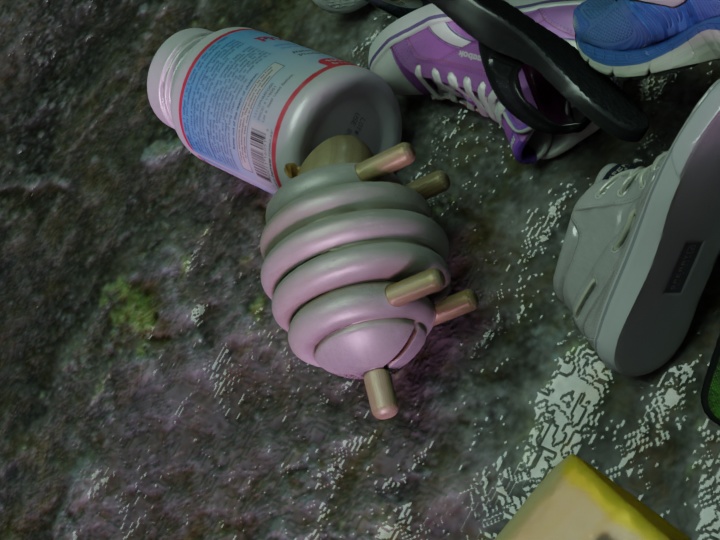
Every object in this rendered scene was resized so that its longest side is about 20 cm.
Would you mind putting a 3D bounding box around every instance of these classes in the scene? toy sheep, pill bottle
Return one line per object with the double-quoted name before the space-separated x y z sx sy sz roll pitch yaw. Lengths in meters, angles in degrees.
"toy sheep" 0.000 0.000 0.964 0.138 0.138 0.200 -24 59 25
"pill bottle" -0.071 -0.120 1.101 0.200 0.109 0.109 27 83 43

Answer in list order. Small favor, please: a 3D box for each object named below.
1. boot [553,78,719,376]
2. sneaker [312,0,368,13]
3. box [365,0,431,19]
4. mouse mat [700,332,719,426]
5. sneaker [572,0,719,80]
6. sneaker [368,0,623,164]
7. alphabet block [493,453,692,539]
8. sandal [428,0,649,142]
"boot" 0.169 -0.043 0.855 0.096 0.073 0.200 53 129 47
"sneaker" 0.010 -0.298 1.184 0.200 0.076 0.105 -62 18 2
"box" 0.084 -0.275 1.029 0.200 0.086 0.164 -17 49 67
"mouse mat" 0.272 0.046 0.734 0.200 0.008 0.161 29 116 35
"sneaker" 0.191 -0.165 0.845 0.079 0.089 0.200 -29 14 -27
"sneaker" 0.086 -0.125 1.010 0.200 0.073 0.114 -7 64 35
"alphabet block" 0.131 0.238 0.676 0.200 0.195 0.196 -51 48 3
"sandal" 0.106 -0.127 0.934 0.200 0.075 0.048 45 117 37
